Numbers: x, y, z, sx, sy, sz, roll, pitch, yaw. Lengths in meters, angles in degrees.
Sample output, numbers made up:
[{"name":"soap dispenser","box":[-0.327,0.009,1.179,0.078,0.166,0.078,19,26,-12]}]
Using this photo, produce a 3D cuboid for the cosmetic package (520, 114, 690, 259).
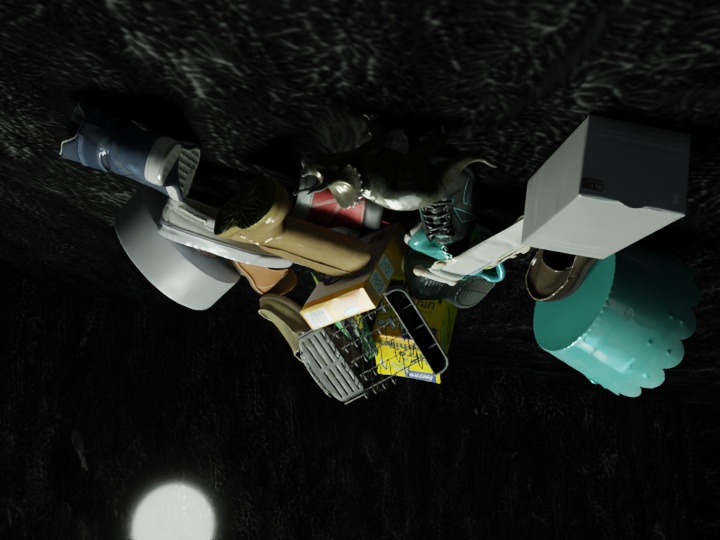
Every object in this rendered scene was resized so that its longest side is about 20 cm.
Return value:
[{"name":"cosmetic package","box":[0.243,-0.077,0.779,0.105,0.092,0.200,11,166,-4]}]

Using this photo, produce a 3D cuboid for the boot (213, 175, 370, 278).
[{"name":"boot","box":[-0.069,-0.050,0.980,0.198,0.067,0.174,20,166,-30]}]

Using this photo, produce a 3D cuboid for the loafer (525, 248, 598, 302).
[{"name":"loafer","box":[0.254,-0.021,0.966,0.070,0.074,0.201,-10,152,-21]}]

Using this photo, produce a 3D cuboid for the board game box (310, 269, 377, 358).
[{"name":"board game box","box":[-0.028,0.063,1.223,0.023,0.106,0.200,-28,-160,-10]}]

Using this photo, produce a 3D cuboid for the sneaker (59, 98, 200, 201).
[{"name":"sneaker","box":[-0.281,-0.147,0.932,0.144,0.078,0.202,19,177,0]}]

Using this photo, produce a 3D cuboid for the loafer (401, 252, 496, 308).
[{"name":"loafer","box":[0.135,0.005,1.145,0.198,0.070,0.075,11,127,-48]}]

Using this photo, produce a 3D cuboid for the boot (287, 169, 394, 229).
[{"name":"boot","box":[-0.032,-0.074,1.076,0.142,0.074,0.200,11,165,-11]}]

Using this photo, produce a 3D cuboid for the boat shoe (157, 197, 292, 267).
[{"name":"boat shoe","box":[-0.179,-0.060,1.059,0.197,0.071,0.071,17,-165,-18]}]

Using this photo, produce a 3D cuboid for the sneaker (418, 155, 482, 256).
[{"name":"sneaker","box":[0.106,-0.077,0.914,0.074,0.081,0.200,4,166,25]}]

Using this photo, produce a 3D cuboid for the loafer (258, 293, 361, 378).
[{"name":"loafer","box":[-0.092,0.103,1.199,0.198,0.068,0.076,28,163,26]}]

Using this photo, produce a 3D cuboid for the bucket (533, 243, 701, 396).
[{"name":"bucket","box":[0.341,0.052,1.035,0.133,0.210,0.207,24,165,-14]}]

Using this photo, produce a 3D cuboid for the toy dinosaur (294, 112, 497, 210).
[{"name":"toy dinosaur","box":[0.038,-0.101,0.787,0.196,0.104,0.077,11,169,1]}]

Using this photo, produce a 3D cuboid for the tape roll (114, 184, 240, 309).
[{"name":"tape roll","box":[-0.274,-0.039,1.149,0.201,0.066,0.201,47,-168,-13]}]

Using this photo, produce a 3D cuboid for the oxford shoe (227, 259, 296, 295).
[{"name":"oxford shoe","box":[-0.138,-0.003,1.206,0.070,0.073,0.200,2,166,19]}]

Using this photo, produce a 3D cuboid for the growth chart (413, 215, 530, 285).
[{"name":"growth chart","box":[0.176,-0.030,0.964,0.198,0.018,0.144,-29,160,17]}]

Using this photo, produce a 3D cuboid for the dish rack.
[{"name":"dish rack","box":[0.012,0.115,1.107,0.198,0.155,0.055,-29,-159,12]}]

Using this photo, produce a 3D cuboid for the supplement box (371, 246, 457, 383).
[{"name":"supplement box","box":[0.097,0.065,1.241,0.107,0.202,0.110,6,140,15]}]

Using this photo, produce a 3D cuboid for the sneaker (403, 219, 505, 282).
[{"name":"sneaker","box":[0.141,-0.031,1.057,0.198,0.080,0.077,13,133,-45]}]

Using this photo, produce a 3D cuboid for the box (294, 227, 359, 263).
[{"name":"box","box":[-0.114,-0.055,1.260,0.197,0.061,0.116,15,168,-27]}]

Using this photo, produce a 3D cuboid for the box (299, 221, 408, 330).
[{"name":"box","box":[0.000,0.000,1.115,0.118,0.201,0.042,-22,111,34]}]
